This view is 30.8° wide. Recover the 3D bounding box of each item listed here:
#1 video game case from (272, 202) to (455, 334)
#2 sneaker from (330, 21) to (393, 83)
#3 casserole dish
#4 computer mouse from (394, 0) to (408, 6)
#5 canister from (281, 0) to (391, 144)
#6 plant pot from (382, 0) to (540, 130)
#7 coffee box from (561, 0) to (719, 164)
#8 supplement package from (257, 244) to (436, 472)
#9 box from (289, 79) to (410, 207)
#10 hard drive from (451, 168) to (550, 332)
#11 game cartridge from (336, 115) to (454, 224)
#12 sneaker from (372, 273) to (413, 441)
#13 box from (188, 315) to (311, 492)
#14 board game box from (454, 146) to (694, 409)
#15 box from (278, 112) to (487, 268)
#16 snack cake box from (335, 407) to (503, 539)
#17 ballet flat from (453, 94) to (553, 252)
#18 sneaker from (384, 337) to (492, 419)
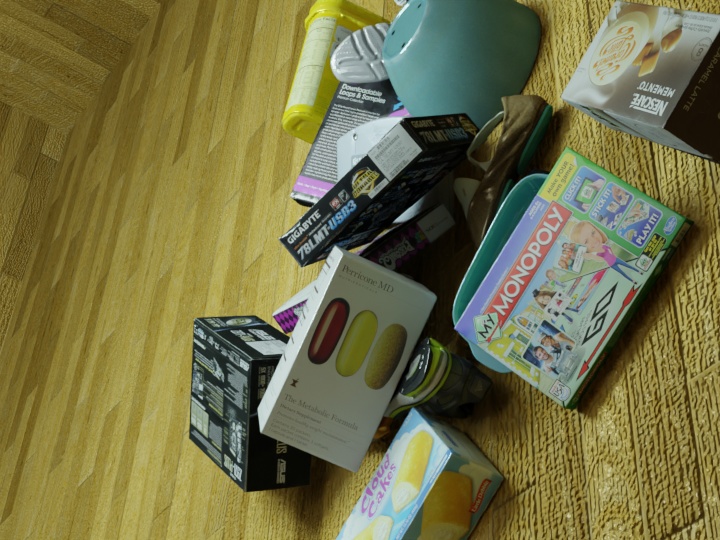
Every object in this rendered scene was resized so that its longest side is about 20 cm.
[{"bbox_3d":[0.000,0.000,1.539,0.181,0.036,0.200,-37,4,-24],"label":"video game case"},{"bbox_3d":[0.056,-0.299,1.766,0.200,0.078,0.112,-23,-3,0],"label":"sneaker"},{"bbox_3d":[0.171,0.004,1.245,0.121,0.039,0.200,28,95,22],"label":"casserole dish"},{"bbox_3d":[0.081,-0.438,1.973,0.110,0.044,0.200,-48,32,41],"label":"computer mouse"},{"bbox_3d":[-0.025,-0.274,1.883,0.087,0.148,0.200,-34,38,58],"label":"canister"},{"bbox_3d":[0.107,-0.268,1.616,0.200,0.135,0.200,-46,29,35],"label":"plant pot"},{"bbox_3d":[0.286,-0.178,1.214,0.115,0.080,0.200,-61,23,6],"label":"coffee box"},{"bbox_3d":[-0.017,0.088,1.365,0.110,0.114,0.200,-133,67,-81],"label":"supplement package"},{"bbox_3d":[0.007,-0.167,1.755,0.143,0.036,0.200,17,79,30],"label":"box"},{"bbox_3d":[0.168,-0.008,1.328,0.200,0.042,0.135,-62,23,2],"label":"hard drive"},{"bbox_3d":[0.043,-0.123,1.620,0.200,0.040,0.134,0,95,52],"label":"game cartridge"},{"bbox_3d":[0.030,0.102,1.470,0.077,0.078,0.200,8,82,64],"label":"sneaker"},{"bbox_3d":[-0.134,0.156,1.586,0.200,0.086,0.164,23,112,61],"label":"box"},{"bbox_3d":[0.191,0.006,1.189,0.135,0.029,0.200,35,100,28],"label":"board game box"},{"bbox_3d":[0.028,-0.093,1.455,0.198,0.050,0.200,-40,-9,25],"label":"box"},{"bbox_3d":[0.045,0.250,1.281,0.200,0.067,0.115,-61,24,6],"label":"snack cake box"},{"bbox_3d":[0.146,-0.108,1.431,0.068,0.072,0.200,53,-123,-67],"label":"ballet flat"},{"bbox_3d":[0.076,0.127,1.347,0.200,0.081,0.074,131,163,-76],"label":"sneaker"}]
